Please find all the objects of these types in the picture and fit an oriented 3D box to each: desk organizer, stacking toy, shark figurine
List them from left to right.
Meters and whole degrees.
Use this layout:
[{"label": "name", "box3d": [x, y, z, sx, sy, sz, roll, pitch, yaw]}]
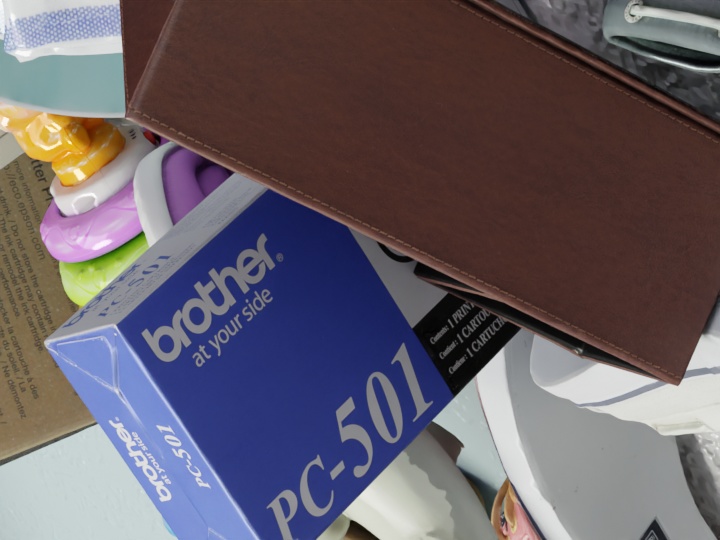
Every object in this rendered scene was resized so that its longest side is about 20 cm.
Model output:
[{"label": "stacking toy", "box3d": [-0.079, -0.012, 1.058, 0.200, 0.109, 0.116, 54, -175, -23]}, {"label": "desk organizer", "box3d": [0.019, -0.042, 0.840, 0.199, 0.077, 0.072, 26, 176, -23]}, {"label": "shark figurine", "box3d": [0.023, 0.094, 1.005, 0.128, 0.089, 0.215, -37, 86, 24]}]

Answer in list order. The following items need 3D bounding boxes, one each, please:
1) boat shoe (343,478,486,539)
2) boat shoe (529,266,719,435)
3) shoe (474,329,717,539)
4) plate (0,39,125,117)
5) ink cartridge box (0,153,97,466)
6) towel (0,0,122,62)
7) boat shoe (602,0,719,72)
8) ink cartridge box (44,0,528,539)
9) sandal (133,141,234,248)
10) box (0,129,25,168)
[{"label": "boat shoe", "box3d": [-0.030, 0.096, 1.204, 0.199, 0.071, 0.065, 27, 145, 35]}, {"label": "boat shoe", "box3d": [0.132, 0.016, 0.885, 0.070, 0.071, 0.200, 28, 154, -20]}, {"label": "shoe", "box3d": [0.074, 0.085, 1.037, 0.091, 0.071, 0.201, 4, 132, 50]}, {"label": "plate", "box3d": [-0.086, -0.130, 0.940, 0.199, 0.026, 0.201, -2, 138, -2]}, {"label": "ink cartridge box", "box3d": [-0.195, -0.009, 1.159, 0.075, 0.164, 0.201, -28, 83, 61]}, {"label": "towel", "box3d": [-0.055, -0.146, 0.889, 0.201, 0.146, 0.024, 87, 179, -47]}, {"label": "boat shoe", "box3d": [0.146, -0.044, 0.751, 0.200, 0.062, 0.073, 37, -175, 32]}, {"label": "ink cartridge box", "box3d": [0.000, 0.000, 0.896, 0.044, 0.200, 0.094, -14, 113, 52]}, {"label": "sandal", "box3d": [-0.031, -0.027, 0.983, 0.082, 0.050, 0.203, 46, -164, -10]}, {"label": "box", "box3d": [-0.164, -0.143, 1.041, 0.109, 0.128, 0.201, 34, 149, 30]}]
